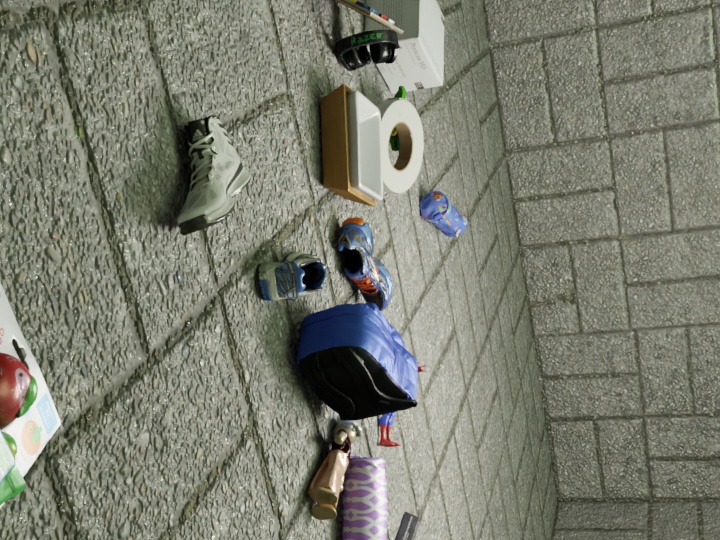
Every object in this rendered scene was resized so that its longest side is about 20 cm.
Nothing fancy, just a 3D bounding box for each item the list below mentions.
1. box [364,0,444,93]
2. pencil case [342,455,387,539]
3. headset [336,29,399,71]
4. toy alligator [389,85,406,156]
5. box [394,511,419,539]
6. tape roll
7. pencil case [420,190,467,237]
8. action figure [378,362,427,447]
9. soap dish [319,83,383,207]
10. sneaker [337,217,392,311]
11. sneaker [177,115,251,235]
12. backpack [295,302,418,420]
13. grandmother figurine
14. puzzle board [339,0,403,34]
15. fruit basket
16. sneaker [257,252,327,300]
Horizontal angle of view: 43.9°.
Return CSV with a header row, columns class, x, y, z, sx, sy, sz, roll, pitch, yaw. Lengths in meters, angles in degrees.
class,x,y,z,sx,sy,sz,roll,pitch,yaw
box,0.103,-0.545,2.032,0.199,0.130,0.202,46,43,-60
pencil case,0.006,0.431,1.590,0.085,0.083,0.202,135,-41,-69
headset,0.012,-0.455,1.789,0.200,0.122,0.095,37,43,-88
toy alligator,0.075,-0.314,2.017,0.059,0.054,0.202,-16,110,-53
box,0.056,0.564,1.640,0.143,0.036,0.201,-57,163,-59
tape roll,0.074,-0.270,1.939,0.202,0.037,0.205,-14,107,-55
pencil case,0.219,-0.142,2.326,0.087,0.078,0.200,67,15,20
action figure,0.086,0.257,1.838,0.065,0.098,0.202,34,51,-66
soap dish,-0.016,-0.230,1.691,0.157,0.081,0.202,19,67,-69
sneaker,0.000,0.000,1.714,0.201,0.075,0.079,65,36,-27
sneaker,-0.211,-0.130,1.163,0.201,0.075,0.116,-75,144,-61
backpack,-0.016,0.139,1.498,0.200,0.162,0.169,46,32,-41
grandmother figurine,-0.040,0.323,1.530,0.200,0.060,0.122,-69,175,-56
puzzle board,-0.008,-0.506,1.708,0.017,0.150,0.200,-62,165,13
fruit basket,-0.319,0.111,0.748,0.200,0.093,0.187,-64,143,-61
sneaker,-0.087,0.012,1.428,0.200,0.084,0.078,-27,110,-70
